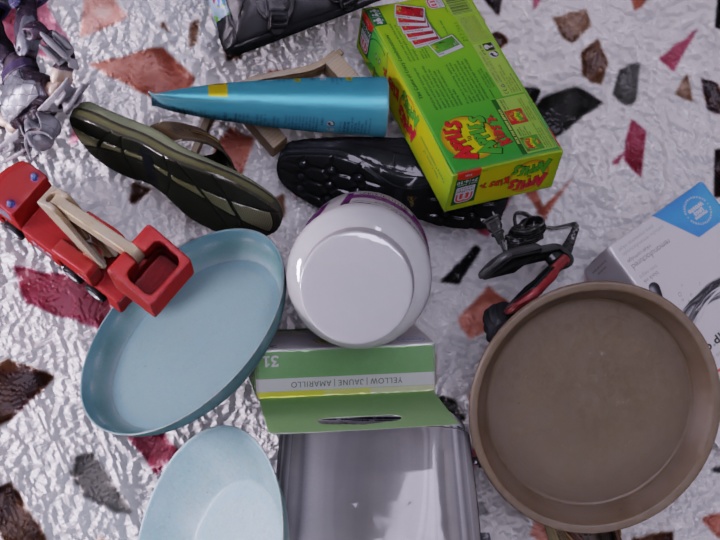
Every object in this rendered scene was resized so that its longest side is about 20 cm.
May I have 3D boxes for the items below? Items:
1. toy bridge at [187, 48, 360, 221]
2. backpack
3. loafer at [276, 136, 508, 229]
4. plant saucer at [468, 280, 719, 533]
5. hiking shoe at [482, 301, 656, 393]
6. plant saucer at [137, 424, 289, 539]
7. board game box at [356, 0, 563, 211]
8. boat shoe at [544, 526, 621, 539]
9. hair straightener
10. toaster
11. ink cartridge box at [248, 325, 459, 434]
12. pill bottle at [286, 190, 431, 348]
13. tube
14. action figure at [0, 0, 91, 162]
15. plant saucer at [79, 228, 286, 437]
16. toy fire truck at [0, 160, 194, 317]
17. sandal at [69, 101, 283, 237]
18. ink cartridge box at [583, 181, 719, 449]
[{"bbox_3d":[-0.091,-0.131,1.290,0.200,0.027,0.067,-41,82,-14],"label":"toy bridge"},{"bbox_3d":[-0.081,-0.305,1.289,0.163,0.154,0.201,-23,100,-7],"label":"backpack"},{"bbox_3d":[0.029,-0.082,1.279,0.199,0.068,0.071,9,39,2],"label":"loafer"},{"bbox_3d":[0.181,0.105,1.156,0.199,0.029,0.201,-1,100,-5],"label":"plant saucer"},{"bbox_3d":[0.188,0.071,1.207,0.200,0.076,0.101,35,115,-24],"label":"hiking shoe"},{"bbox_3d":[-0.105,0.220,1.133,0.039,0.201,0.202,17,71,-37],"label":"plant saucer"},{"bbox_3d":[0.081,-0.148,1.263,0.101,0.048,0.200,-14,55,-18],"label":"board game box"},{"bbox_3d":[0.161,0.156,1.222,0.072,0.072,0.201,-20,78,-12],"label":"boat shoe"},{"bbox_3d":[0.139,-0.024,1.223,0.041,0.200,0.077,-39,86,29],"label":"hair straightener"},{"bbox_3d":[0.004,0.178,1.178,0.199,0.114,0.130,1,72,3],"label":"toaster"},{"bbox_3d":[-0.011,0.080,1.157,0.145,0.200,0.048,-2,96,-8],"label":"ink cartridge box"},{"bbox_3d":[0.000,0.000,1.161,0.112,0.200,0.113,0,98,2],"label":"pill bottle"},{"bbox_3d":[-0.076,-0.139,1.245,0.199,0.077,0.051,1,83,-5],"label":"tube"},{"bbox_3d":[-0.290,-0.178,1.243,0.130,0.069,0.201,-30,64,22],"label":"action figure"},{"bbox_3d":[-0.136,0.052,1.177,0.200,0.200,0.027,-53,127,-16],"label":"plant saucer"},{"bbox_3d":[-0.219,-0.028,1.180,0.200,0.141,0.049,36,74,11],"label":"toy fire truck"},{"bbox_3d":[-0.147,-0.095,1.224,0.200,0.080,0.057,30,60,12],"label":"sandal"},{"bbox_3d":[0.300,0.041,1.266,0.116,0.068,0.200,-34,81,-19],"label":"ink cartridge box"}]
